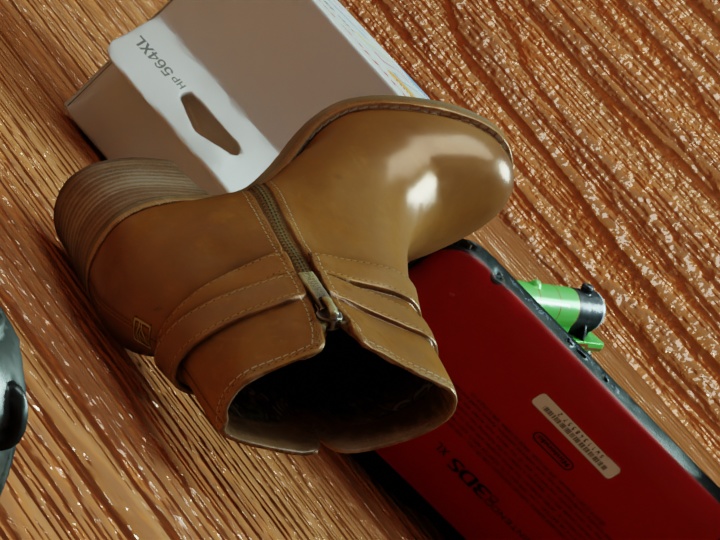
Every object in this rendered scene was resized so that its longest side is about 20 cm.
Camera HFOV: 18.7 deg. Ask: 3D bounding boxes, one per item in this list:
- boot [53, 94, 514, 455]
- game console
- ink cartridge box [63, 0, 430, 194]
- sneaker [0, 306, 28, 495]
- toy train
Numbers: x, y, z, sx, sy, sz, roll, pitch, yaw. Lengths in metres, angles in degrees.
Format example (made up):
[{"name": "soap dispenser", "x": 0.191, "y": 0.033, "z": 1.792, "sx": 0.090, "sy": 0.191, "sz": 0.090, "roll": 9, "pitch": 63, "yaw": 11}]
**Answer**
[{"name": "boot", "x": 0.000, "y": 0.000, "z": 0.801, "sx": 0.199, "sy": 0.077, "sz": 0.155, "roll": -3, "pitch": 29, "yaw": -30}, {"name": "game console", "x": 0.063, "y": 0.068, "z": 0.994, "sx": 0.200, "sy": 0.172, "sz": 0.119, "roll": 44, "pitch": 34, "yaw": -14}, {"name": "ink cartridge box", "x": -0.042, "y": -0.070, "z": 1.081, "sx": 0.129, "sy": 0.125, "sz": 0.200, "roll": 47, "pitch": 6, "yaw": 9}, {"name": "sneaker", "x": -0.102, "y": 0.026, "z": 0.382, "sx": 0.098, "sy": 0.071, "sz": 0.201, "roll": 42, "pitch": 7, "yaw": -18}, {"name": "toy train", "x": 0.054, "y": 0.025, "z": 1.139, "sx": 0.199, "sy": 0.057, "sz": 0.042, "roll": 6, "pitch": 24, "yaw": -41}]
